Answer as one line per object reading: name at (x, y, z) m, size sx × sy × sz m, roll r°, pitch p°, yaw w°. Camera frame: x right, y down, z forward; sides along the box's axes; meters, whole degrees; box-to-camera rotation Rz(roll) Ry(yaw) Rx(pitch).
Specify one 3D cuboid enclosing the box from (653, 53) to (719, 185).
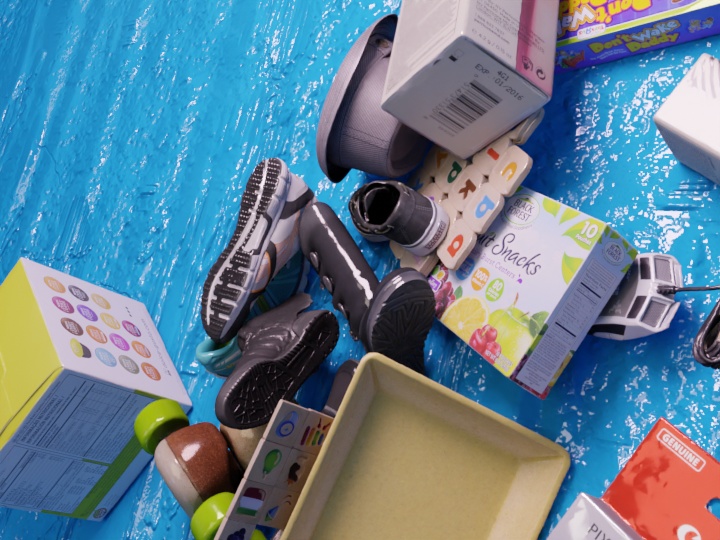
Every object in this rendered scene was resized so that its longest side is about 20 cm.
box at (0.326, -0.082, 0.637) m, size 0.069 × 0.082 × 0.200 m, roll -51°, pitch 50°, yaw 8°

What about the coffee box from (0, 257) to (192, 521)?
coffee box at (-0.362, 0.147, 1.015) m, size 0.201 × 0.196 × 0.200 m, roll -49°, pitch 49°, yaw 10°

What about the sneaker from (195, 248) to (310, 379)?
sneaker at (-0.120, 0.029, 0.949) m, size 0.077 × 0.079 × 0.204 m, roll 22°, pitch 85°, yaw 42°

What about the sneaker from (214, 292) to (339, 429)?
sneaker at (-0.094, 0.087, 0.846) m, size 0.103 × 0.061 × 0.199 m, roll -2°, pitch 30°, yaw 44°

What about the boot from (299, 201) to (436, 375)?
boot at (0.000, 0.001, 0.825) m, size 0.064 × 0.167 × 0.202 m, roll -14°, pitch 50°, yaw -17°

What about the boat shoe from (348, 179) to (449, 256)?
boat shoe at (0.025, -0.065, 0.843) m, size 0.070 × 0.056 × 0.199 m, roll -60°, pitch 23°, yaw -1°

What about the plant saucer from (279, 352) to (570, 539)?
plant saucer at (0.049, 0.200, 0.708) m, size 0.204 × 0.197 × 0.048 m, roll -64°, pitch 4°, yaw -3°

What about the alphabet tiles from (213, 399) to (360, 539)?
alphabet tiles at (-0.038, 0.213, 0.726) m, size 0.007 × 0.199 × 0.170 m, roll 22°, pitch 85°, yaw 44°

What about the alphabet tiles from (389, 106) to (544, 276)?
alphabet tiles at (0.098, -0.086, 0.807) m, size 0.202 × 0.014 × 0.196 m, roll -54°, pitch 23°, yaw 14°

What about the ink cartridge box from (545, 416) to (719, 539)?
ink cartridge box at (0.236, 0.233, 0.605) m, size 0.200 × 0.043 × 0.175 m, roll 42°, pitch 101°, yaw 41°

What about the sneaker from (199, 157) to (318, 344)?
sneaker at (-0.104, -0.013, 0.895) m, size 0.073 × 0.079 × 0.204 m, roll 22°, pitch 87°, yaw 46°

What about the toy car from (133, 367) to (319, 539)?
toy car at (-0.103, 0.183, 0.865) m, size 0.198 × 0.159 × 0.164 m, roll -35°, pitch 52°, yaw -15°

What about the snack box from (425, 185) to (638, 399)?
snack box at (0.131, 0.002, 0.738) m, size 0.144 × 0.052 × 0.200 m, roll -57°, pitch 29°, yaw 4°

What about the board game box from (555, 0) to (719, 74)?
board game box at (0.262, -0.276, 0.792) m, size 0.196 × 0.044 × 0.138 m, roll -7°, pitch 68°, yaw 36°

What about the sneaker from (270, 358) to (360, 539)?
sneaker at (-0.033, 0.184, 0.778) m, size 0.075 × 0.086 × 0.205 m, roll 10°, pitch 91°, yaw 54°

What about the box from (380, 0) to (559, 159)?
box at (0.108, -0.233, 0.785) m, size 0.127 × 0.107 × 0.204 m, roll -31°, pitch 40°, yaw 52°

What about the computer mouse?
computer mouse at (0.230, 0.020, 0.683) m, size 0.198 × 0.043 × 0.112 m, roll 0°, pitch 67°, yaw 52°

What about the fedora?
fedora at (0.032, -0.165, 0.870) m, size 0.089 × 0.200 × 0.180 m, roll 24°, pitch 117°, yaw 12°
